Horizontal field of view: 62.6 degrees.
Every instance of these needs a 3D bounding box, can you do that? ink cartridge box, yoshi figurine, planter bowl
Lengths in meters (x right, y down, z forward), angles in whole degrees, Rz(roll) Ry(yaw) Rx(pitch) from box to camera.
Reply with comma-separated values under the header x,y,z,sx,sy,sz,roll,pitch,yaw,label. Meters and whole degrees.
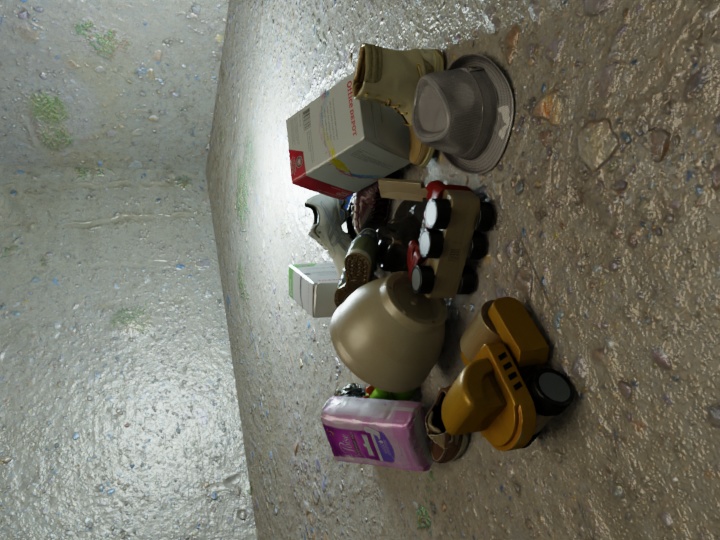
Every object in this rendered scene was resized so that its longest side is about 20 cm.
x,y,z,sx,sy,sz,roll,pitch,yaw,label
-0.074,0.042,1.391,0.200,0.145,0.084,-149,59,-64,ink cartridge box
0.065,0.274,1.175,0.112,0.112,0.200,19,130,26,yoshi figurine
0.065,0.087,1.015,0.135,0.200,0.201,-57,40,37,planter bowl
-0.022,-0.250,1.131,0.200,0.144,0.146,-22,66,40,ink cartridge box

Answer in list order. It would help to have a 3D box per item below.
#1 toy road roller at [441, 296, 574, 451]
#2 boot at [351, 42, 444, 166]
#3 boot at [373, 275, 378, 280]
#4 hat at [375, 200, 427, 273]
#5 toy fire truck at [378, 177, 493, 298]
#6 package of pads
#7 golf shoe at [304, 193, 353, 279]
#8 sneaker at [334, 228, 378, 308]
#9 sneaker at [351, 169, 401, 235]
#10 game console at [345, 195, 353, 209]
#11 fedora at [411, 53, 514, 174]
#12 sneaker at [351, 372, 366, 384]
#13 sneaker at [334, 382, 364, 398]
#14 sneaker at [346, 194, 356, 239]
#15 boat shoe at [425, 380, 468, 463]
x,y,z,sx,sy,sz,roll,pitch,yaw,label
0.173,0.142,0.799,0.123,0.146,0.200,112,148,-44,toy road roller
0.060,-0.282,1.019,0.073,0.155,0.201,-144,55,-61,boot
0.009,0.122,1.277,0.155,0.073,0.201,139,121,-61,boot
0.072,-0.049,1.112,0.201,0.081,0.201,179,90,-67,hat
0.107,-0.072,0.983,0.200,0.128,0.176,-115,30,-57,toy fire truck
0.032,0.298,1.092,0.200,0.076,0.121,-3,115,31,package of pads
-0.067,-0.065,1.243,0.078,0.097,0.201,-17,85,62,golf shoe
0.000,0.000,1.138,0.200,0.067,0.090,103,-172,-54,sneaker
0.037,-0.145,1.205,0.115,0.076,0.201,-4,95,56,sneaker
-0.017,-0.255,1.394,0.171,0.118,0.200,34,130,25,game console
0.140,-0.243,0.915,0.200,0.090,0.177,-116,32,-44,fedora
0.026,0.112,1.124,0.088,0.074,0.200,73,-147,-53,sneaker
-0.012,0.303,1.356,0.200,0.076,0.114,116,138,-58,sneaker
-0.007,-0.087,1.318,0.088,0.076,0.201,-139,50,-68,sneaker
0.140,0.251,0.982,0.076,0.072,0.200,-118,31,-47,boat shoe
